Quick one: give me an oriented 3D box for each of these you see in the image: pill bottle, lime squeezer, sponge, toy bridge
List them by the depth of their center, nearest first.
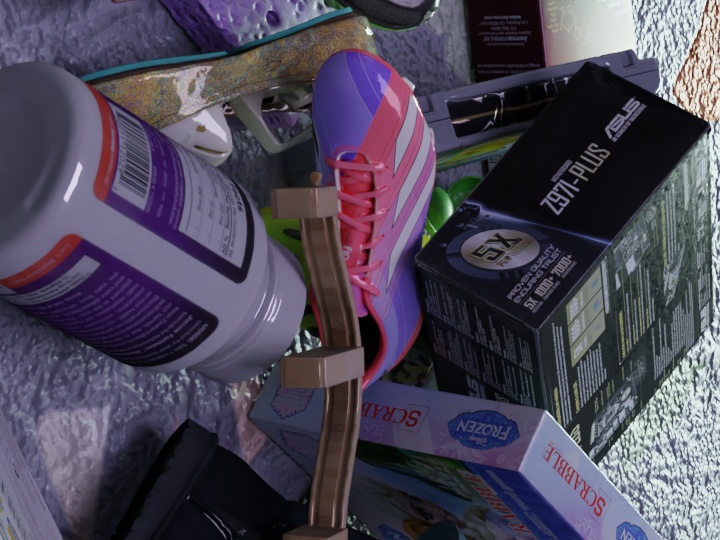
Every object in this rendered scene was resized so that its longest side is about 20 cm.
[{"bbox_3d":[-0.117,-0.015,1.214,0.200,0.111,0.112,34,66,-47],"label":"pill bottle"},{"bbox_3d":[-0.019,0.049,1.248,0.067,0.027,0.201,-10,99,-70],"label":"toy bridge"},{"bbox_3d":[-0.033,-0.193,1.374,0.112,0.030,0.200,50,55,-39],"label":"sponge"},{"bbox_3d":[0.063,-0.041,1.457,0.200,0.071,0.038,-10,87,-42],"label":"lime squeezer"}]

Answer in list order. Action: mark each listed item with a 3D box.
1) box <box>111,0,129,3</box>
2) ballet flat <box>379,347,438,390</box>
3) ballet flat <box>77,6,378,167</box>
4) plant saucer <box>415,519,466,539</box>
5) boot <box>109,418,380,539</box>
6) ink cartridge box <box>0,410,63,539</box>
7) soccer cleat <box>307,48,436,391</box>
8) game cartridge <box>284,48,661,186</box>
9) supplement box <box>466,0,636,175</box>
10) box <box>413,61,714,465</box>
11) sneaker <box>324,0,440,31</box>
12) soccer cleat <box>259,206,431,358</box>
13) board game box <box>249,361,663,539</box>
[{"bbox_3d":[-0.039,-0.203,1.230,0.095,0.199,0.100,-118,-161,-76],"label":"box"},{"bbox_3d":[0.075,0.070,1.491,0.200,0.072,0.072,-3,94,-51],"label":"ballet flat"},{"bbox_3d":[-0.068,-0.089,1.275,0.200,0.071,0.071,-19,107,-35],"label":"ballet flat"},{"bbox_3d":[0.014,0.233,1.338,0.027,0.200,0.200,28,65,-9],"label":"plant saucer"},{"bbox_3d":[-0.064,0.194,1.260,0.168,0.076,0.200,34,54,-7],"label":"boot"},{"bbox_3d":[-0.174,0.147,1.076,0.076,0.200,0.137,-24,105,-3],"label":"ink cartridge box"},{"bbox_3d":[0.001,-0.022,1.281,0.077,0.067,0.200,-57,153,-45],"label":"soccer cleat"},{"bbox_3d":[0.062,-0.084,1.405,0.200,0.133,0.041,-15,91,-35],"label":"game cartridge"},{"bbox_3d":[0.126,-0.134,1.550,0.109,0.061,0.200,-23,111,-48],"label":"supplement box"},{"bbox_3d":[0.120,0.011,1.364,0.164,0.086,0.200,-49,152,-21],"label":"box"},{"bbox_3d":[-0.002,-0.217,1.322,0.077,0.084,0.200,-50,126,-36],"label":"sneaker"},{"bbox_3d":[0.000,0.001,1.411,0.200,0.084,0.065,19,117,-36],"label":"soccer cleat"},{"bbox_3d":[0.067,0.132,1.379,0.200,0.199,0.041,47,62,-41],"label":"board game box"}]
